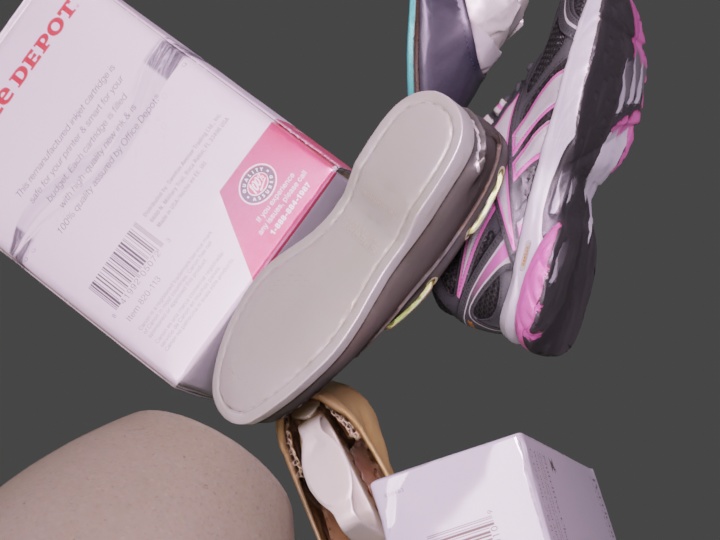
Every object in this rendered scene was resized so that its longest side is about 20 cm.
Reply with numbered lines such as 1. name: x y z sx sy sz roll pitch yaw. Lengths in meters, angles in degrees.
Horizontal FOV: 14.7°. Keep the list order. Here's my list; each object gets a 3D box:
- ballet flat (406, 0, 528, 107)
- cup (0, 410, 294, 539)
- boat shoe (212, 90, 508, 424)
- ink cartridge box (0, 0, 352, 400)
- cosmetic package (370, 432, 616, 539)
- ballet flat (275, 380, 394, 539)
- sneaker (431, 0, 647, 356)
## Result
1. ballet flat: 0.054 -0.166 1.483 0.073 0.073 0.201 -7 77 14
2. cup: -0.112 0.157 1.425 0.200 0.201 0.143 23 61 17
3. boat shoe: 0.002 0.002 1.422 0.202 0.060 0.072 -53 52 12
4. ink cartridge box: -0.118 -0.048 1.500 0.200 0.083 0.147 37 92 17
5. cosmetic package: 0.077 0.149 1.356 0.081 0.200 0.113 -19 79 12
6. ballet flat: 0.005 0.149 1.446 0.068 0.063 0.201 -30 75 9
7. sneaker: 0.085 -0.061 1.454 0.086 0.080 0.201 12 79 27
